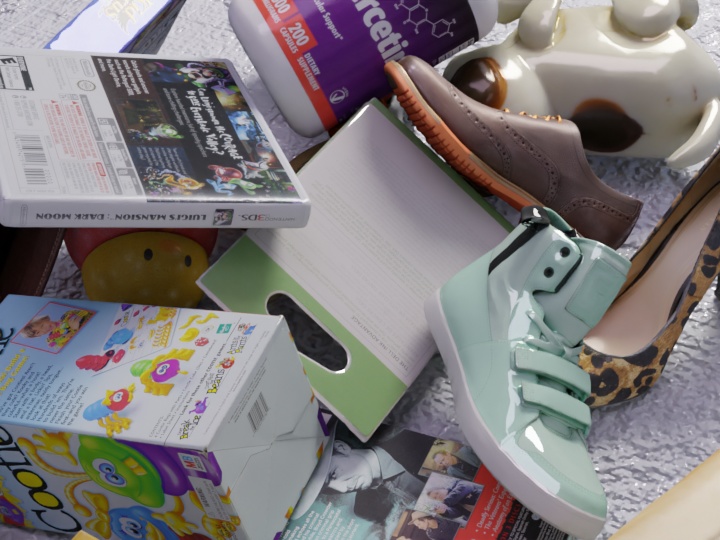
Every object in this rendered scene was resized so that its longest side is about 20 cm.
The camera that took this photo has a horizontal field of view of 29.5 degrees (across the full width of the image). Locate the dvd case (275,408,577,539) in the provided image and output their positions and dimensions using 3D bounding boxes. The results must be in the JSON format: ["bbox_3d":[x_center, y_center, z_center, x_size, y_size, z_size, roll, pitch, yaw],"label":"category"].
[{"bbox_3d":[0.018,0.153,0.787,0.199,0.022,0.146,12,47,23],"label":"dvd case"}]

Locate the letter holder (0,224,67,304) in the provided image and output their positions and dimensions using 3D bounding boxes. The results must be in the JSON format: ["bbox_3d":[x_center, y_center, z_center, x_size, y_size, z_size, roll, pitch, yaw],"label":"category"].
[{"bbox_3d":[-0.285,-0.008,0.882,0.142,0.101,0.201,23,88,11],"label":"letter holder"}]

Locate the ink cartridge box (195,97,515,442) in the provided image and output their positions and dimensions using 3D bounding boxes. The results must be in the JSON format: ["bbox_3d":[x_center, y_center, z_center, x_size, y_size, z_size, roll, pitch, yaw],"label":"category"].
[{"bbox_3d":[0.000,0.000,0.881,0.145,0.048,0.200,43,58,-2],"label":"ink cartridge box"}]

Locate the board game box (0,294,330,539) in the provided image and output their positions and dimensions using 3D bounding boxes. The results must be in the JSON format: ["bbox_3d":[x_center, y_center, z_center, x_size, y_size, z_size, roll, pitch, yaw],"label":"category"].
[{"bbox_3d":[-0.137,0.091,0.809,0.199,0.103,0.105,4,43,27],"label":"board game box"}]

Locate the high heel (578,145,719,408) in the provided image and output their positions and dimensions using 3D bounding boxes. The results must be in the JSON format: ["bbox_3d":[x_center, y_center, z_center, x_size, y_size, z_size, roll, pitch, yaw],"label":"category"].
[{"bbox_3d":[0.170,0.000,0.830,0.200,0.143,0.071,-27,45,-17],"label":"high heel"}]

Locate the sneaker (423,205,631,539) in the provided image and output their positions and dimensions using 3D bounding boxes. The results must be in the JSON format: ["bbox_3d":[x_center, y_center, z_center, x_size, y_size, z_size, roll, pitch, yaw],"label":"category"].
[{"bbox_3d":[0.111,0.046,0.771,0.118,0.074,0.201,-46,41,21],"label":"sneaker"}]

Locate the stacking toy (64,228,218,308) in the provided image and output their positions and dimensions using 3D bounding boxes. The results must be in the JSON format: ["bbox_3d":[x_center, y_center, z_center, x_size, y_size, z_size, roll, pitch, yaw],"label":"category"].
[{"bbox_3d":[-0.146,-0.008,0.947,0.146,0.146,0.201,-13,60,-2],"label":"stacking toy"}]

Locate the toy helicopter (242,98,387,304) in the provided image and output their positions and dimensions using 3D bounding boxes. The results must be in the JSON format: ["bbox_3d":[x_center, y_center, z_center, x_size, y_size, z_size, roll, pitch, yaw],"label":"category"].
[{"bbox_3d":[-0.050,-0.039,0.967,0.132,0.079,0.200,-8,31,29],"label":"toy helicopter"}]

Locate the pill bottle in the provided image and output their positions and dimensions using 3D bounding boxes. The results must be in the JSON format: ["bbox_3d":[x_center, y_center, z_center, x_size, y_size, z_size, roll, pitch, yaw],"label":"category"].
[{"bbox_3d":[0.016,-0.185,0.948,0.200,0.113,0.113,-31,43,0],"label":"pill bottle"}]

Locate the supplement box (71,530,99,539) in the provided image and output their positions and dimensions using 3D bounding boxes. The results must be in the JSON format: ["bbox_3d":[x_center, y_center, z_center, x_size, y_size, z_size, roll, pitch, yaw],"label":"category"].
[{"bbox_3d":[-0.143,0.247,0.655,0.131,0.103,0.200,21,50,30],"label":"supplement box"}]

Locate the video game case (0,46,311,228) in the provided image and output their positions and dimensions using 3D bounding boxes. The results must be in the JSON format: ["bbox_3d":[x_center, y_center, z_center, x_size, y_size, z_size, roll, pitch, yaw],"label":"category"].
[{"bbox_3d":[-0.144,-0.086,0.857,0.181,0.023,0.200,-1,33,-22],"label":"video game case"}]

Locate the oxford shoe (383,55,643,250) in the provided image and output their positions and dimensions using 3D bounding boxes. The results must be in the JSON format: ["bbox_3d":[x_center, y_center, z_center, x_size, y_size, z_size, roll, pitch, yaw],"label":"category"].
[{"bbox_3d":[0.101,-0.083,0.915,0.073,0.200,0.071,-49,10,2],"label":"oxford shoe"}]

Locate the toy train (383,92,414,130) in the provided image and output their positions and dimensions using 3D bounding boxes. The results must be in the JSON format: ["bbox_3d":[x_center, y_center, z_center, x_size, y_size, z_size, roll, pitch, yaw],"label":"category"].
[{"bbox_3d":[-0.022,-0.180,1.094,0.085,0.114,0.200,-46,47,11],"label":"toy train"}]

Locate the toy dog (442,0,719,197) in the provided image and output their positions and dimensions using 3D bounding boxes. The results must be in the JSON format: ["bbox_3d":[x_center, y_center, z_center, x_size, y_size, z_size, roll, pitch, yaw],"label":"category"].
[{"bbox_3d":[0.149,-0.124,0.999,0.199,0.140,0.194,-15,60,-2],"label":"toy dog"}]

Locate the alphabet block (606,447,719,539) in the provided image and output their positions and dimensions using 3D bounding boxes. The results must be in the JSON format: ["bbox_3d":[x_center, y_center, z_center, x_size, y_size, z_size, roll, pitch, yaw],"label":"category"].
[{"bbox_3d":[0.177,0.214,0.559,0.200,0.196,0.196,-32,44,-24],"label":"alphabet block"}]

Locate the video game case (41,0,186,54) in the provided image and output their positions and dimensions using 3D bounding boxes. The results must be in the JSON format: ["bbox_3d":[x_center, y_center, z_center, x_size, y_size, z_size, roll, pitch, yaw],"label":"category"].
[{"bbox_3d":[-0.212,-0.152,1.062,0.045,0.181,0.200,39,51,-6],"label":"video game case"}]
